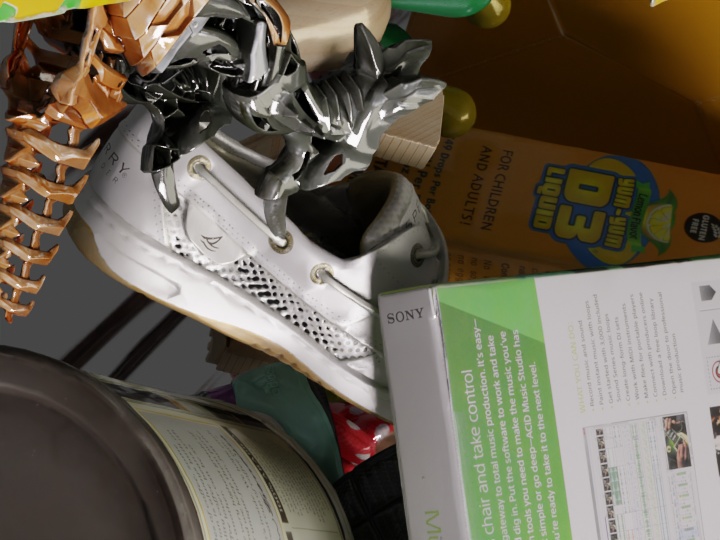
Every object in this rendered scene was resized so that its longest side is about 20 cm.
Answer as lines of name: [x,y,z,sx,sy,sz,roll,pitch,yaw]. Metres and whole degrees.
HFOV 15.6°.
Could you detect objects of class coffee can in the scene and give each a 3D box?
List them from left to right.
coffee can: [-0.092,0.106,0.860,0.147,0.146,0.200,-61,164,1]

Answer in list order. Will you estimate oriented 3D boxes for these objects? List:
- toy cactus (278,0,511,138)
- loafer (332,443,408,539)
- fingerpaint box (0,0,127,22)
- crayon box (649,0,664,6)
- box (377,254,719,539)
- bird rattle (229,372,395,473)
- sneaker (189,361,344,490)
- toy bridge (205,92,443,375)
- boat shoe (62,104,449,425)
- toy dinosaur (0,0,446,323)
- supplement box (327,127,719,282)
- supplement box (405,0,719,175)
toy cactus: [0.014,-0.112,0.936,0.164,0.103,0.200,-20,163,-33]
loafer: [-0.001,0.127,0.982,0.200,0.072,0.063,-37,136,16]
fingerpaint box: [-0.075,-0.147,0.610,0.200,0.073,0.168,-26,143,-64]
crayon box: [0.130,-0.191,0.833,0.126,0.051,0.201,-28,143,-63]
box: [0.099,0.069,0.909,0.199,0.036,0.145,-5,86,-40]
bird rattle: [0.020,0.076,1.160,0.200,0.162,0.113,75,28,-80]
sneaker: [-0.065,0.134,1.047,0.078,0.139,0.201,-107,-176,-63]
toy bridge: [-0.030,-0.018,0.970,0.200,0.067,0.027,121,-20,-57]
boat shoe: [0.000,0.000,0.897,0.069,0.199,0.071,-57,-154,17]
toy dinosaur: [-0.060,-0.082,0.782,0.200,0.102,0.136,-47,139,0]
supplement box: [0.068,-0.010,1.037,0.069,0.199,0.067,93,12,-51]
supplement box: [0.154,-0.119,1.139,0.200,0.197,0.133,-40,155,-53]
